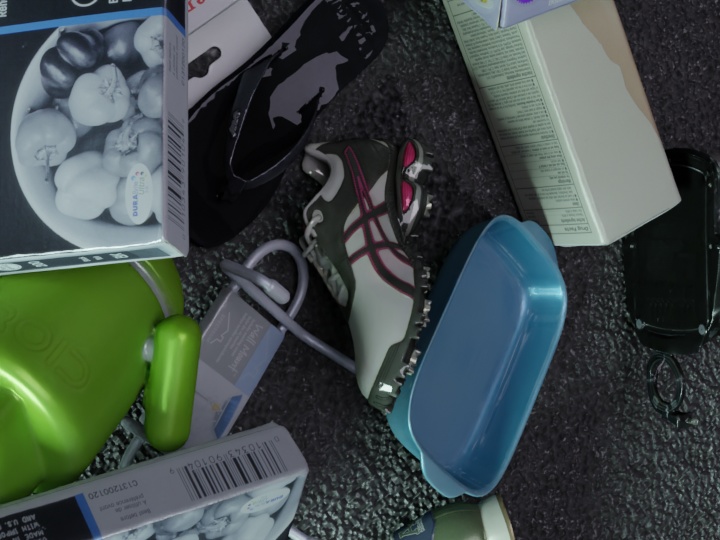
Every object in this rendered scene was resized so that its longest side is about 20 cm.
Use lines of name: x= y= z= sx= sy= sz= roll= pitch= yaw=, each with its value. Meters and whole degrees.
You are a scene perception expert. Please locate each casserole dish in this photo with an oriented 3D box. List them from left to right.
casserole dish: x=0.077 y=0.056 z=0.919 sx=0.121 sy=0.039 sz=0.201 roll=44 pitch=61 yaw=-38

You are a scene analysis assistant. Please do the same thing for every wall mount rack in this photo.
wall mount rack: x=-0.058 y=0.090 z=0.864 sx=0.174 sy=0.074 sz=0.201 roll=43 pitch=73 yaw=-45

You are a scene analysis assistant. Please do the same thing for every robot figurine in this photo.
robot figurine: x=-0.175 y=0.041 z=0.760 sx=0.201 sy=0.174 sz=0.117 roll=-59 pitch=152 yaw=-44

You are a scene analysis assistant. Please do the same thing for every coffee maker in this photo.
coffee maker: x=0.306 y=0.002 z=1.016 sx=0.198 sy=0.135 sz=0.194 roll=-1 pitch=115 yaw=-24

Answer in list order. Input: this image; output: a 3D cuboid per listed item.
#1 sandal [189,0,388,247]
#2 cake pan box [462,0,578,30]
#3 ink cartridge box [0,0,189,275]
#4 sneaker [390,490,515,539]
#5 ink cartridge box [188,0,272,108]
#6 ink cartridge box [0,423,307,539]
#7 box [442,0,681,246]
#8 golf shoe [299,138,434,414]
sandal: x=-0.056 y=-0.104 z=0.861 sx=0.076 sy=0.043 sz=0.201 roll=38 pitch=85 yaw=-25
cake pan box: x=0.108 y=-0.247 z=0.880 sx=0.183 sy=0.200 sz=0.053 roll=-21 pitch=137 yaw=-23
ink cartridge box: x=-0.190 y=-0.095 z=0.725 sx=0.198 sy=0.043 sz=0.200 roll=-6 pitch=73 yaw=12
sneaker: x=0.069 y=0.252 z=0.936 sx=0.089 sy=0.067 sz=0.202 roll=-10 pitch=107 yaw=-2
ink cartridge box: x=-0.134 y=-0.197 z=0.822 sx=0.115 sy=0.068 sz=0.201 roll=-38 pitch=107 yaw=-19
ink cartridge box: x=-0.139 y=0.187 z=0.762 sx=0.196 sy=0.044 sz=0.201 roll=-15 pitch=141 yaw=-29
box: x=0.138 y=-0.122 z=0.939 sx=0.077 sy=0.095 sz=0.202 roll=-27 pitch=104 yaw=-24
golf shoe: x=0.000 y=0.000 z=0.861 sx=0.087 sy=0.078 sz=0.202 roll=8 pitch=51 yaw=-8
